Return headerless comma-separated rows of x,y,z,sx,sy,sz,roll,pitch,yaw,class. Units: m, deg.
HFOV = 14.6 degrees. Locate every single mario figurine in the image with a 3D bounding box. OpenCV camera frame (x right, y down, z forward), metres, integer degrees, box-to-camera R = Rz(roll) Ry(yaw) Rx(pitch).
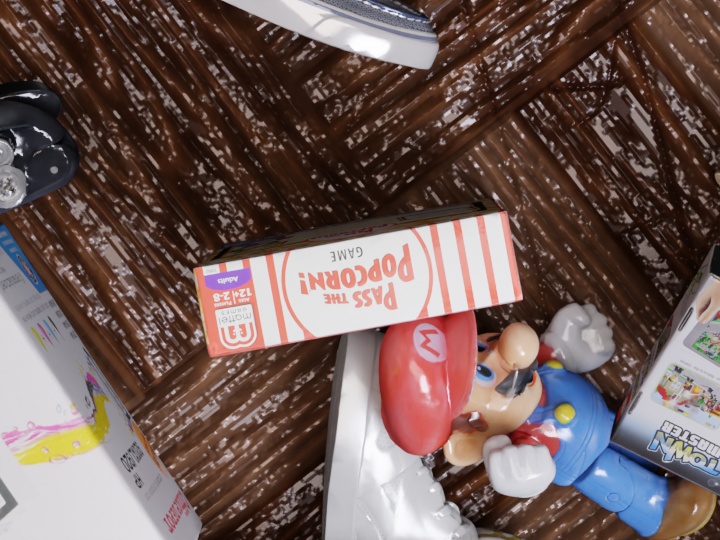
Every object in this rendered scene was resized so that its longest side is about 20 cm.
0.099,0.066,1.416,0.200,0.123,0.106,23,91,-30,mario figurine

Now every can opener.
-0.241,-0.035,1.461,0.200,0.079,0.063,-26,107,-5,can opener

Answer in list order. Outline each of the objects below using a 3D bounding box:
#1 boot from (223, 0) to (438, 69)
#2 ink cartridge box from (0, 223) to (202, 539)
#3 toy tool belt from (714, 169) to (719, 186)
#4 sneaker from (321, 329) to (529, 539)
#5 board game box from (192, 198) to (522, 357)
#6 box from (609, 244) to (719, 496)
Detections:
-0.041,-0.178,1.455,0.200,0.073,0.090,22,99,0,boot
-0.195,0.099,1.438,0.145,0.147,0.200,-33,92,2,ink cartridge box
0.227,-0.028,1.433,0.123,0.125,0.200,1,79,5,toy tool belt
0.037,0.126,1.477,0.116,0.074,0.200,1,103,-1,sneaker
0.000,0.000,1.402,0.151,0.200,0.046,-10,93,2,board game box
0.235,0.080,1.367,0.200,0.035,0.110,27,120,-2,box
